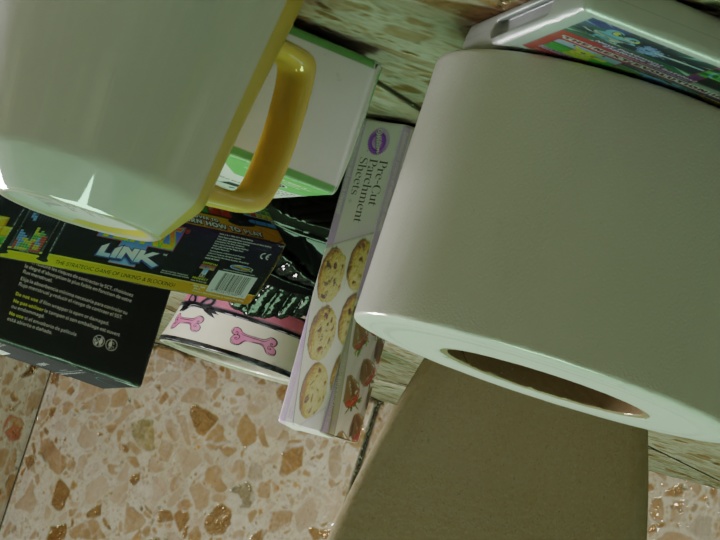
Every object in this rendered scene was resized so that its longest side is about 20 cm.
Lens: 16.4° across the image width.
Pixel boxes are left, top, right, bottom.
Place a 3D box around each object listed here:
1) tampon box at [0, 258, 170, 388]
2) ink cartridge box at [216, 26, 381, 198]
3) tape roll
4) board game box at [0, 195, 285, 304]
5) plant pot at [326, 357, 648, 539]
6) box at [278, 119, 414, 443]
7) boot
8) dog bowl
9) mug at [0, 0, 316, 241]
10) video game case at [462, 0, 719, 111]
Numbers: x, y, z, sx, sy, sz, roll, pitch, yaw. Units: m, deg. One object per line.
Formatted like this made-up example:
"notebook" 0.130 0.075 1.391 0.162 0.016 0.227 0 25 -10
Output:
"tampon box" -0.194 -0.031 1.748 0.126 0.200 0.150 19 172 -13
"ink cartridge box" -0.097 -0.101 1.430 0.146 0.084 0.200 21 172 -18
"tape roll" 0.112 -0.009 1.233 0.202 0.139 0.203 17 172 2
"board game box" -0.164 -0.065 1.556 0.200 0.057 0.165 12 -145 -35
"plant pot" 0.083 0.150 1.568 0.200 0.177 0.200 16 170 1
"box" -0.001 0.007 1.561 0.041 0.200 0.039 12 175 41
"boot" 0.000 -0.002 1.802 0.211 0.080 0.158 27 147 0
"dog bowl" -0.140 0.081 3.049 0.200 0.074 0.200 18 174 2
"mug" -0.098 -0.093 1.216 0.186 0.153 0.149 19 172 -19
"video game case" 0.165 -0.085 1.172 0.200 0.023 0.182 20 173 -13
